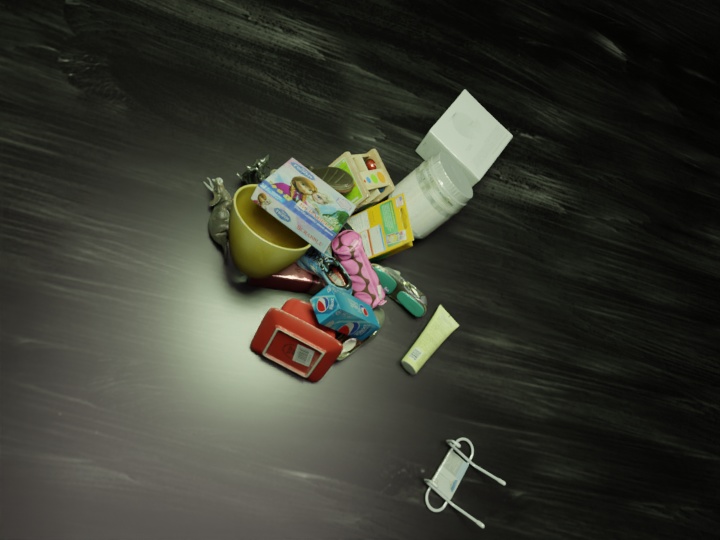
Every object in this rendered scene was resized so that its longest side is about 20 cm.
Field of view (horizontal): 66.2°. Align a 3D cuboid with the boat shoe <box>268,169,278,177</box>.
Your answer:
[{"bbox_3d":[-0.148,-0.169,1.357,0.197,0.063,0.074,35,67,-6],"label":"boat shoe"}]

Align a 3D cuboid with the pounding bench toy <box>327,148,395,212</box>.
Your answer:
[{"bbox_3d":[-0.032,-0.215,1.482,0.155,0.198,0.127,-22,83,-53],"label":"pounding bench toy"}]

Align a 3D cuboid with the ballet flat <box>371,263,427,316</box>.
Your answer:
[{"bbox_3d":[0.101,0.042,1.483,0.199,0.072,0.073,40,68,-4],"label":"ballet flat"}]

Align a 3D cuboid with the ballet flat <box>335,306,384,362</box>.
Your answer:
[{"bbox_3d":[-0.002,0.164,1.410,0.198,0.064,0.068,-38,93,-23],"label":"ballet flat"}]

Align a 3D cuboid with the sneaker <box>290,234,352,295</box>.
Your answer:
[{"bbox_3d":[-0.085,-0.021,1.303,0.199,0.090,0.079,43,68,0],"label":"sneaker"}]

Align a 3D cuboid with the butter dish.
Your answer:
[{"bbox_3d":[-0.140,0.143,1.329,0.196,0.201,0.150,28,45,-7],"label":"butter dish"}]

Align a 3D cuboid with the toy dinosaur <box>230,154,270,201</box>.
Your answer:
[{"bbox_3d":[-0.243,-0.207,1.404,0.100,0.199,0.139,-27,90,21],"label":"toy dinosaur"}]

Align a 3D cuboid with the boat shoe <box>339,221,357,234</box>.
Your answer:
[{"bbox_3d":[-0.101,-0.115,1.421,0.196,0.076,0.066,32,41,12],"label":"boat shoe"}]

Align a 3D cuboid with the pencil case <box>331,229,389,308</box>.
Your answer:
[{"bbox_3d":[0.000,0.000,1.393,0.090,0.093,0.203,-37,122,-17],"label":"pencil case"}]

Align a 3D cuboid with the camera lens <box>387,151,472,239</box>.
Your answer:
[{"bbox_3d":[0.182,-0.196,1.478,0.159,0.198,0.163,34,35,-29],"label":"camera lens"}]

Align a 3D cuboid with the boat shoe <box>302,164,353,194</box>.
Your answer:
[{"bbox_3d":[-0.096,-0.218,1.396,0.196,0.069,0.072,17,48,29],"label":"boat shoe"}]

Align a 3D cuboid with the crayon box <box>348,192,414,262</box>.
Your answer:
[{"bbox_3d":[0.058,-0.103,1.436,0.051,0.196,0.130,5,69,-52],"label":"crayon box"}]

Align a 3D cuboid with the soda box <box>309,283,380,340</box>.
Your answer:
[{"bbox_3d":[-0.033,0.102,1.291,0.064,0.199,0.069,-36,59,16],"label":"soda box"}]

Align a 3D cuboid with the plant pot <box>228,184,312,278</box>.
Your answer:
[{"bbox_3d":[-0.217,-0.068,1.231,0.196,0.143,0.203,26,33,-18],"label":"plant pot"}]

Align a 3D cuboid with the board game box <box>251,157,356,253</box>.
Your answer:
[{"bbox_3d":[-0.122,-0.154,1.257,0.198,0.041,0.201,36,32,-4],"label":"board game box"}]

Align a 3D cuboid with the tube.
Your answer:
[{"bbox_3d":[0.185,0.189,1.473,0.200,0.051,0.059,-47,133,-26],"label":"tube"}]

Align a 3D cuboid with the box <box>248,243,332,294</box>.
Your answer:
[{"bbox_3d":[-0.175,-0.024,1.384,0.194,0.109,0.132,8,72,-14],"label":"box"}]

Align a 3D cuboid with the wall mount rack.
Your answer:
[{"bbox_3d":[0.258,0.530,1.383,0.173,0.075,0.202,39,69,-4],"label":"wall mount rack"}]

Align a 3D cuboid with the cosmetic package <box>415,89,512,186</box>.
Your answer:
[{"bbox_3d":[0.303,-0.372,1.620,0.199,0.123,0.200,42,67,-1],"label":"cosmetic package"}]

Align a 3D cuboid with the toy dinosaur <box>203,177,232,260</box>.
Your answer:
[{"bbox_3d":[-0.342,-0.125,1.391,0.099,0.077,0.207,3,85,2],"label":"toy dinosaur"}]
